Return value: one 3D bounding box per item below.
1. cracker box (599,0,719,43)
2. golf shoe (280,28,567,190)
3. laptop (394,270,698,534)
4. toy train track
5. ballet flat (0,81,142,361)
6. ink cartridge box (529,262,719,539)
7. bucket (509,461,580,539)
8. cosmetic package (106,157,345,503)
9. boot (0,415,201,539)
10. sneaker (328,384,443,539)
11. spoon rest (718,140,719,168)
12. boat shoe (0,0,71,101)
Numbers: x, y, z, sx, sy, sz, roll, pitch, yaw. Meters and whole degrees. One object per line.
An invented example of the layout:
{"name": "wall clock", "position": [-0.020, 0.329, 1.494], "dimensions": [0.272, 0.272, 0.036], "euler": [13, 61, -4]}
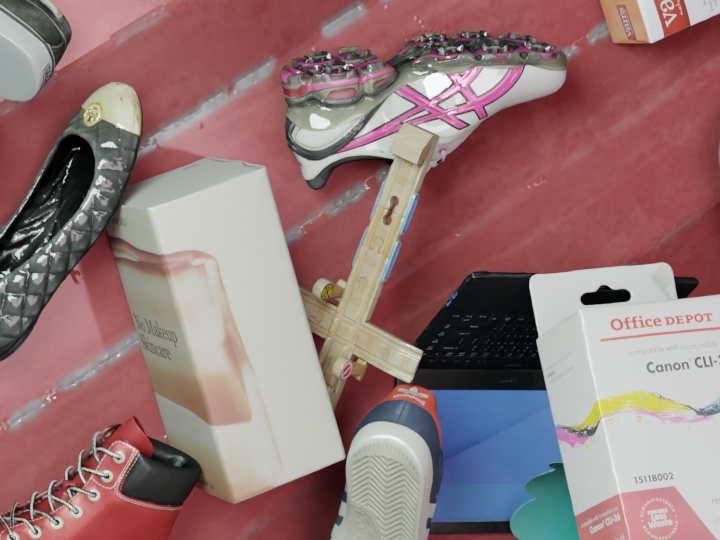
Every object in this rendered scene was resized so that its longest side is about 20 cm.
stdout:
{"name": "cracker box", "position": [0.251, -0.257, 1.642], "dimensions": [0.200, 0.058, 0.134], "euler": [-25, 106, -19]}
{"name": "golf shoe", "position": [0.044, -0.110, 1.563], "dimensions": [0.199, 0.073, 0.092], "euler": [-10, 109, -13]}
{"name": "laptop", "position": [0.123, 0.093, 1.601], "dimensions": [0.177, 0.200, 0.104], "euler": [1, 59, -25]}
{"name": "toy train track", "position": [0.000, 0.000, 1.518], "dimensions": [0.033, 0.115, 0.201], "euler": [4, 110, -58]}
{"name": "ballet flat", "position": [-0.198, -0.033, 1.457], "dimensions": [0.057, 0.066, 0.200], "euler": [35, 83, -41]}
{"name": "ink cartridge box", "position": [0.187, 0.084, 1.492], "dimensions": [0.116, 0.067, 0.201], "euler": [-5, 73, -24]}
{"name": "bucket", "position": [0.205, 0.219, 1.599], "dimensions": [0.134, 0.207, 0.208], "euler": [-9, 100, -23]}
{"name": "cosmetic package", "position": [-0.090, 0.037, 1.499], "dimensions": [0.087, 0.103, 0.201], "euler": [-20, 103, -22]}
{"name": "boot", "position": [-0.203, 0.149, 1.456], "dimensions": [0.199, 0.072, 0.145], "euler": [8, 114, -32]}
{"name": "sneaker", "position": [0.020, 0.161, 1.562], "dimensions": [0.075, 0.085, 0.200], "euler": [19, 130, 5]}
{"name": "spoon rest", "position": [0.304, -0.033, 1.692], "dimensions": [0.099, 0.061, 0.201], "euler": [-4, 99, -24]}
{"name": "boat shoe", "position": [-0.266, -0.184, 1.417], "dimensions": [0.200, 0.071, 0.064], "euler": [39, 48, -15]}
